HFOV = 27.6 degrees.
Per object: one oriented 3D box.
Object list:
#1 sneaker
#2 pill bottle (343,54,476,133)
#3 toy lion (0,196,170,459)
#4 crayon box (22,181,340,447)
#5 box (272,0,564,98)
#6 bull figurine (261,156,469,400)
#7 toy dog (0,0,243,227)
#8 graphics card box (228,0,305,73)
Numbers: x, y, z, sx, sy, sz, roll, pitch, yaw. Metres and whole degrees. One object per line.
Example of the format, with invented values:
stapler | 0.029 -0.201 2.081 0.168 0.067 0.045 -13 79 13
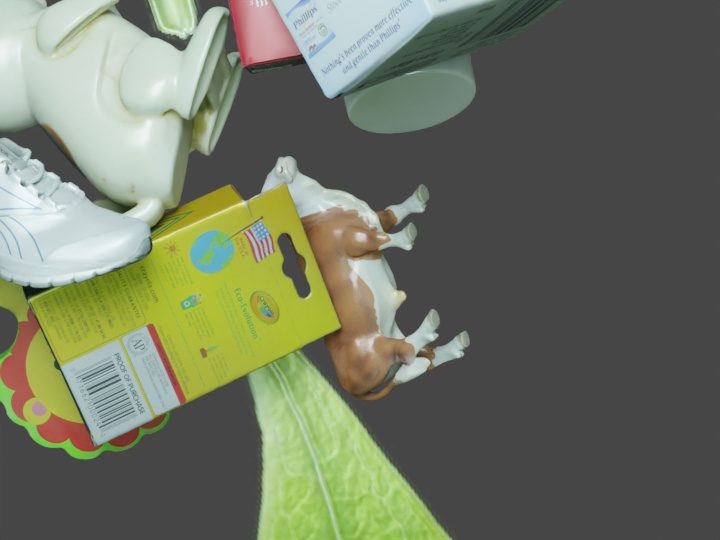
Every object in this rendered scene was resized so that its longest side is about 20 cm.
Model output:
sneaker | -0.231 -0.041 0.977 0.198 0.074 0.088 10 107 17
pill bottle | 0.016 -0.204 1.018 0.118 0.120 0.202 -9 71 -3
toy lion | -0.231 0.048 1.100 0.198 0.069 0.194 -4 104 -4
crayon box | -0.127 0.025 1.056 0.199 0.051 0.128 -24 114 -10
box | 0.021 -0.230 0.882 0.183 0.105 0.201 -25 85 -44
bull figurine | 0.000 0.000 1.097 0.121 0.065 0.201 -11 106 30
toy dog | -0.203 -0.129 1.048 0.198 0.140 0.195 20 90 6
graphics card box | -0.068 -0.203 1.012 0.050 0.200 0.127 -11 98 0
